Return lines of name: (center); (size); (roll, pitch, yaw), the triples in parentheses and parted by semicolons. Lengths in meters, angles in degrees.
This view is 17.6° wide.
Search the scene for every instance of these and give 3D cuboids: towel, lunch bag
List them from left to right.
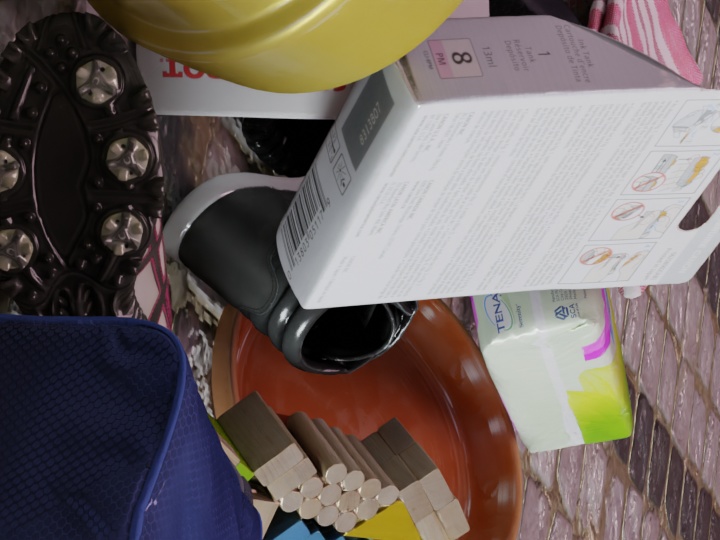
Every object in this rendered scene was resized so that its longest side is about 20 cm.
lunch bag: (-0.117, 0.129, 0.815); (0.133, 0.135, 0.201); (67, 33, -50)
towel: (0.161, -0.104, 1.342); (0.201, 0.030, 0.147); (-73, 152, -43)

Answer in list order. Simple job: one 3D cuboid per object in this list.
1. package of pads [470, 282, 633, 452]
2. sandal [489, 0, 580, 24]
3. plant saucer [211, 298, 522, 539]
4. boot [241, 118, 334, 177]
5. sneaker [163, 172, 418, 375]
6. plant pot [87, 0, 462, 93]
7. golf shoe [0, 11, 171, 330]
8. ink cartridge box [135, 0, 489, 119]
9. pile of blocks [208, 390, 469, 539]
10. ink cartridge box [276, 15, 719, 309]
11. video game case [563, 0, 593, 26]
package of pads: (0.089, -0.007, 1.193); (0.200, 0.068, 0.155); (63, 17, -67)
sandal: (0.046, -0.186, 1.247); (0.200, 0.076, 0.043); (49, 55, -21)
plant saucer: (0.002, 0.081, 1.179); (0.200, 0.032, 0.201); (25, 50, -34)
boot: (-0.020, -0.160, 1.140); (0.212, 0.079, 0.158); (71, 29, -48)
sneaker: (0.000, 0.000, 1.120); (0.200, 0.099, 0.071); (-9, 141, -53)
plant pot: (-0.065, -0.183, 0.860); (0.189, 0.200, 0.202); (15, 78, -55)
golf shoe: (-0.113, -0.009, 0.936); (0.088, 0.077, 0.201); (-99, -174, -72)
ink cartridge box: (-0.023, -0.170, 1.029); (0.084, 0.145, 0.201); (-31, 122, -66)
pile of blocks: (-0.045, 0.096, 1.069); (0.199, 0.062, 0.082); (17, 110, -34)
ink cartridge box: (0.080, -0.046, 1.003); (0.057, 0.199, 0.163); (69, -28, 25)
video game case: (0.136, -0.110, 1.383); (0.200, 0.023, 0.183); (-24, 116, -58)
